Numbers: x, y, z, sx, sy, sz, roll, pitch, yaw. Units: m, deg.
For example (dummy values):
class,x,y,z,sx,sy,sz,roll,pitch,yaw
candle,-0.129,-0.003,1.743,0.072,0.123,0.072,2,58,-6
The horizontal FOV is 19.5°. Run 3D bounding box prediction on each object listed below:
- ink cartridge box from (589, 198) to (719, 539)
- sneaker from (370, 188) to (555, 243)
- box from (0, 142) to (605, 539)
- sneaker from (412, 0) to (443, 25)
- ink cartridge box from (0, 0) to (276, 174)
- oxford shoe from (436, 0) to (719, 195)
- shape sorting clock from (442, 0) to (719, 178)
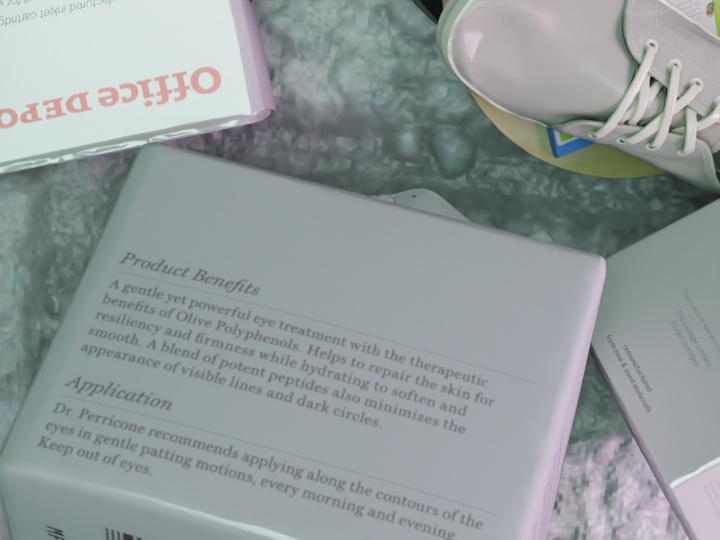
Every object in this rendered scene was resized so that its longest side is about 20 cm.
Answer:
class,x,y,z,sx,sy,sz,roll,pitch,yaw
ink cartridge box,0.212,0.036,0.901,0.200,0.125,0.129,-28,136,3
sneaker,0.000,0.000,0.968,0.200,0.070,0.080,16,73,4
box,-0.021,0.087,0.867,0.199,0.200,0.172,14,55,8
sneaker,0.037,-0.172,0.923,0.076,0.114,0.200,-28,97,5
ink cartridge box,-0.129,-0.151,0.946,0.144,0.084,0.200,-11,93,4
oxford shoe,0.124,-0.078,0.898,0.200,0.058,0.075,20,113,-27
shape sorting clock,0.130,-0.135,0.924,0.200,0.039,0.200,-9,122,-15
